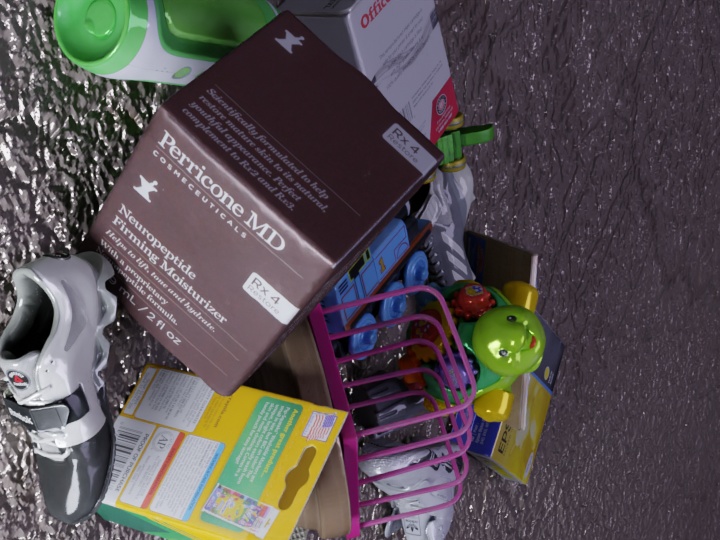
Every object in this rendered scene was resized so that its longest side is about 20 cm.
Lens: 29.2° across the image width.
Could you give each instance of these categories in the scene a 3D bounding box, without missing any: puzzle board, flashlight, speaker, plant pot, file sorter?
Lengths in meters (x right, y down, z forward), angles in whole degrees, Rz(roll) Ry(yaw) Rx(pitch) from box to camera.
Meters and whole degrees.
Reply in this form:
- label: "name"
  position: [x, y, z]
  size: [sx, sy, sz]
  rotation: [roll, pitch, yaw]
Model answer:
- label: "puzzle board"
  position: [0.156, 0.065, 1.576]
  size: [0.017, 0.151, 0.201]
  rotation: [-2, 103, -24]
- label: "flashlight"
  position: [0.077, 0.110, 1.481]
  size: [0.200, 0.068, 0.068]
  rotation: [-18, 132, -34]
- label: "speaker"
  position: [-0.139, -0.183, 1.057]
  size: [0.200, 0.088, 0.089]
  rotation: [-4, 102, -59]
- label: "plant pot"
  position: [-0.074, 0.142, 1.210]
  size: [0.201, 0.092, 0.201]
  rotation: [167, -90, -82]
- label: "file sorter"
  position: [0.029, 0.127, 1.252]
  size: [0.200, 0.125, 0.139]
  rotation: [89, -14, -56]

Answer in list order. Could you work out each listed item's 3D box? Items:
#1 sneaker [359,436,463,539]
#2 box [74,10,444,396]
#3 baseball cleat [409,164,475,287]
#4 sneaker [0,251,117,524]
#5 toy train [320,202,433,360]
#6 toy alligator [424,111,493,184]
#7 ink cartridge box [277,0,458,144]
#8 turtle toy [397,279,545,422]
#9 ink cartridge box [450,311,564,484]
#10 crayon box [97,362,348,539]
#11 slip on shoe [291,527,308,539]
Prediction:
- label: "sneaker"
  position: [0.055, 0.244, 1.515]
  size: [0.200, 0.075, 0.115]
  rotation: [10, 87, -63]
- label: "box"
  position: [-0.079, -0.048, 1.037]
  size: [0.164, 0.166, 0.200]
  rotation: [-46, 177, -43]
- label: "baseball cleat"
  position: [0.074, -0.022, 1.498]
  size: [0.106, 0.070, 0.201]
  rotation: [-14, 109, -40]
- label: "sneaker"
  position: [-0.229, 0.087, 1.002]
  size: [0.088, 0.074, 0.201]
  rotation: [-1, 90, -59]
- label: "toy train"
  position: [0.000, 0.000, 1.337]
  size: [0.200, 0.087, 0.114]
  rotation: [-49, 140, -41]
- label: "toy alligator"
  position: [0.047, -0.121, 1.417]
  size: [0.200, 0.054, 0.059]
  rotation: [-22, 119, -27]
- label: "ink cartridge box"
  position: [0.011, -0.195, 1.305]
  size: [0.145, 0.083, 0.200]
  rotation: [-53, 140, -38]
- label: "turtle toy"
  position: [0.112, 0.070, 1.365]
  size: [0.101, 0.200, 0.146]
  rotation: [23, 76, -36]
- label: "ink cartridge box"
  position: [0.191, 0.150, 1.744]
  size: [0.200, 0.047, 0.198]
  rotation: [43, 63, -60]
- label: "crayon box"
  position: [-0.109, 0.155, 1.090]
  size: [0.126, 0.200, 0.052]
  rotation: [-64, 146, -25]
- label: "slip on shoe"
  position: [-0.071, 0.220, 1.320]
  size: [0.074, 0.061, 0.200]
  rotation: [40, 44, -16]
